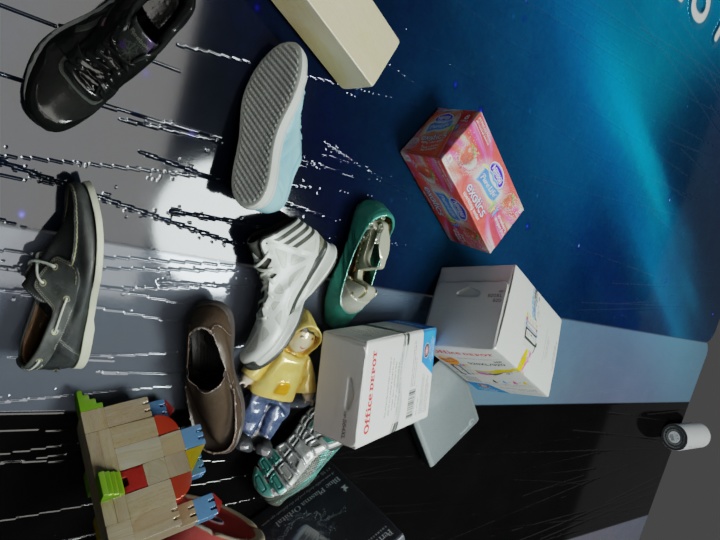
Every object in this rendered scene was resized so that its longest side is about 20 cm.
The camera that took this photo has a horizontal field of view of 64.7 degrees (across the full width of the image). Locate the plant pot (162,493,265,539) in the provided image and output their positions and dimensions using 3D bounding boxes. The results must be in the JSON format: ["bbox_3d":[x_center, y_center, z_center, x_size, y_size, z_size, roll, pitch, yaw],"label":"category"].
[{"bbox_3d":[-0.220,0.401,0.722,0.199,0.198,0.180,33,74,-40],"label":"plant pot"}]

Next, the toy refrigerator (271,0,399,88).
[{"bbox_3d":[-0.045,-0.318,0.675,0.200,0.069,0.077,42,72,-40],"label":"toy refrigerator"}]

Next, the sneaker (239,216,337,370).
[{"bbox_3d":[-0.123,0.019,0.740,0.115,0.075,0.203,40,72,-31],"label":"sneaker"}]

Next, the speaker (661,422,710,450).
[{"bbox_3d":[1.037,0.527,1.806,0.197,0.081,0.083,10,100,-39],"label":"speaker"}]

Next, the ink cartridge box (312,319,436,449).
[{"bbox_3d":[0.026,0.157,0.842,0.198,0.083,0.150,0,98,-54],"label":"ink cartridge box"}]

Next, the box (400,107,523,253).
[{"bbox_3d":[0.162,-0.137,0.880,0.103,0.094,0.201,-48,128,-15],"label":"box"}]

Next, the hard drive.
[{"bbox_3d":[0.143,0.244,1.040,0.139,0.033,0.203,-36,125,-23],"label":"hard drive"}]

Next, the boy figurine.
[{"bbox_3d":[-0.108,0.153,0.792,0.123,0.064,0.203,29,89,-30],"label":"boy figurine"}]

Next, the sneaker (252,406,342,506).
[{"bbox_3d":[-0.080,0.277,0.864,0.198,0.077,0.092,-32,147,-31],"label":"sneaker"}]

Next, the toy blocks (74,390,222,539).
[{"bbox_3d":[-0.240,0.227,0.660,0.135,0.203,0.100,-8,152,-37],"label":"toy blocks"}]

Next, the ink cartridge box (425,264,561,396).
[{"bbox_3d":[0.223,0.103,0.955,0.199,0.145,0.147,39,61,-38],"label":"ink cartridge box"}]

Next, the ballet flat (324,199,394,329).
[{"bbox_3d":[0.000,0.000,0.818,0.066,0.070,0.204,11,99,-40],"label":"ballet flat"}]

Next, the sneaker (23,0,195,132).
[{"bbox_3d":[-0.239,-0.215,0.544,0.201,0.087,0.076,-52,129,-11],"label":"sneaker"}]

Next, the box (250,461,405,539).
[{"bbox_3d":[-0.057,0.427,0.839,0.195,0.199,0.120,-29,121,-27],"label":"box"}]

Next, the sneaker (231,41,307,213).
[{"bbox_3d":[-0.102,-0.169,0.694,0.082,0.073,0.204,17,90,-70],"label":"sneaker"}]

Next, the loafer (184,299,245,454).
[{"bbox_3d":[-0.191,0.143,0.706,0.071,0.071,0.205,-3,104,5],"label":"loafer"}]

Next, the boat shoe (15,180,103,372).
[{"bbox_3d":[-0.306,0.008,0.581,0.067,0.071,0.204,4,105,-42],"label":"boat shoe"}]
